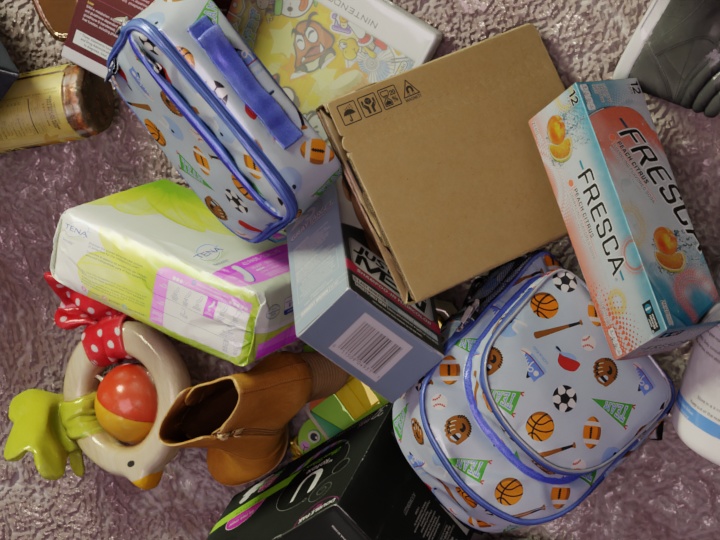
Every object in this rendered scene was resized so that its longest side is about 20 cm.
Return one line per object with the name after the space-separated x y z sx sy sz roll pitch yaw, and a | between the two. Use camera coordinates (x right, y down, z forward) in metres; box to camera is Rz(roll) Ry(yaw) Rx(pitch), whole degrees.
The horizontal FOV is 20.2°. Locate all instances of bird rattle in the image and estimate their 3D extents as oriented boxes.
-0.202 0.093 1.695 0.163 0.113 0.201 31 100 26 | bird rattle

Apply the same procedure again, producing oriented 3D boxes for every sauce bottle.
-0.305 -0.131 1.699 0.199 0.066 0.066 -7 100 26 | sauce bottle

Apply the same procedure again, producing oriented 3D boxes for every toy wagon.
0.017 0.110 1.660 0.200 0.040 0.155 -37 89 22 | toy wagon

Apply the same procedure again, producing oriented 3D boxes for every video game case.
-0.056 -0.151 1.633 0.182 0.023 0.201 32 110 9 | video game case

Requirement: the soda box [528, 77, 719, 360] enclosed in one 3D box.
0.196 -0.040 1.491 0.068 0.063 0.201 -37 67 52 | soda box

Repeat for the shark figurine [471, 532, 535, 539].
0.067 0.285 1.661 0.128 0.089 0.215 40 109 7 | shark figurine

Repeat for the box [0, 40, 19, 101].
-0.408 -0.162 1.651 0.197 0.124 0.200 -51 51 23 | box

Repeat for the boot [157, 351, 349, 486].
-0.112 0.125 1.630 0.201 0.144 0.071 -43 68 40 | boot

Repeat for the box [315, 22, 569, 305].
0.083 -0.082 1.518 0.164 0.199 0.021 65 152 2 | box

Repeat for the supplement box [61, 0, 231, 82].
-0.155 -0.243 1.612 0.109 0.061 0.201 28 109 23 | supplement box

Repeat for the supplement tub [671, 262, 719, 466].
0.318 0.045 1.496 0.131 0.132 0.201 20 109 13 | supplement tub

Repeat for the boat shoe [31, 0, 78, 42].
-0.261 -0.280 1.646 0.072 0.068 0.201 -9 100 18 | boat shoe

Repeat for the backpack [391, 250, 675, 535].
0.127 0.102 1.530 0.200 0.154 0.190 46 74 1 | backpack

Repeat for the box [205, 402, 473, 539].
-0.025 0.226 1.615 0.200 0.149 0.124 -33 104 34 | box

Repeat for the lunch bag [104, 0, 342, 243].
-0.107 -0.119 1.504 0.076 0.160 0.200 -42 95 -18 | lunch bag

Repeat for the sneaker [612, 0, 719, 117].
0.270 -0.198 1.479 0.099 0.071 0.200 30 128 6 | sneaker

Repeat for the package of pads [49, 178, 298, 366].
-0.128 0.000 1.605 0.199 0.154 0.068 23 112 23 | package of pads

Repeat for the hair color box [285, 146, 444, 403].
0.000 0.000 1.543 0.099 0.200 0.061 36 113 -26 | hair color box
